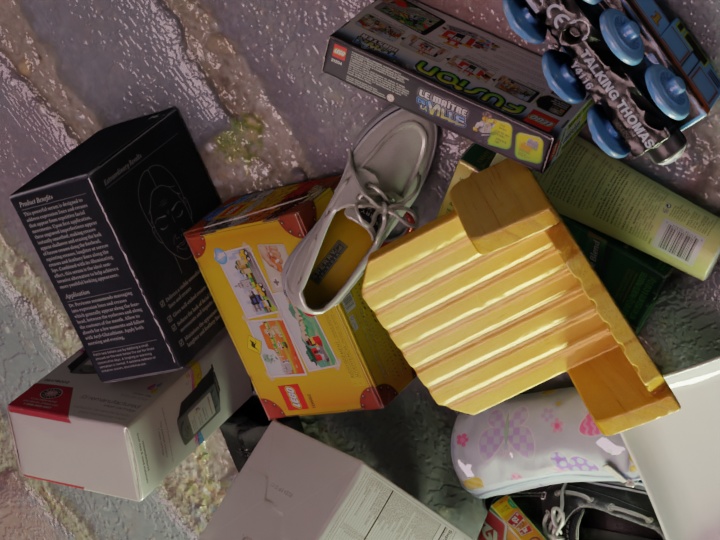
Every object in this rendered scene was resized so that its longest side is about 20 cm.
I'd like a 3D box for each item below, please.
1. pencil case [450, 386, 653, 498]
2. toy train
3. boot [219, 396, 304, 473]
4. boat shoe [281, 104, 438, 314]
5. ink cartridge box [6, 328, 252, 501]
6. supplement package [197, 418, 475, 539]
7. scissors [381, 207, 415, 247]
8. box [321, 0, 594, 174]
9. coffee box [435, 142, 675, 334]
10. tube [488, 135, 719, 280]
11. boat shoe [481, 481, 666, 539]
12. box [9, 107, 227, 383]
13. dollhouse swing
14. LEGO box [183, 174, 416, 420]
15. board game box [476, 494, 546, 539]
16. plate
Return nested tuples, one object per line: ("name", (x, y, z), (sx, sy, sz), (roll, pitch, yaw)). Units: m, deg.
("pencil case", (0.177, 0.150, 1.518), (0.199, 0.083, 0.091), (-10, 75, 36))
("toy train", (0.186, -0.173, 1.301), (0.086, 0.114, 0.200), (-33, 99, 36))
("boot", (-0.045, 0.224, 1.717), (0.164, 0.066, 0.201), (-3, 111, 30))
("boat shoe", (0.004, -0.049, 1.445), (0.074, 0.086, 0.202), (35, 93, -18))
("ink cartridge box", (-0.220, 0.126, 1.667), (0.147, 0.200, 0.086), (5, 120, 28))
("supplement package", (-0.006, 0.262, 1.566), (0.200, 0.148, 0.191), (37, 170, -26))
("scissors", (0.000, 0.000, 1.585), (0.073, 0.014, 0.201), (29, 130, 14))
("box", (0.081, -0.154, 1.379), (0.199, 0.110, 0.035), (27, 128, 15))
("coffee box", (0.155, -0.009, 1.463), (0.199, 0.044, 0.123), (32, 129, 11))
("tube", (0.202, -0.061, 1.401), (0.199, 0.058, 0.052), (28, 133, 12))
("boat shoe", (0.194, 0.225, 1.565), (0.198, 0.068, 0.074), (8, 121, 27))
("box", (-0.205, -0.023, 1.603), (0.107, 0.148, 0.201), (-11, 111, 35))
("dollhouse swing", (0.112, 0.047, 1.366), (0.175, 0.182, 0.201), (-32, 111, 7))
("LEGO box", (-0.051, 0.029, 1.577), (0.148, 0.077, 0.201), (-9, 112, 41))
("board game box", (0.139, 0.298, 1.620), (0.096, 0.030, 0.201), (48, 153, 24))
("plate", (0.327, 0.146, 1.422), (0.198, 0.032, 0.201), (-21, 110, 13))
